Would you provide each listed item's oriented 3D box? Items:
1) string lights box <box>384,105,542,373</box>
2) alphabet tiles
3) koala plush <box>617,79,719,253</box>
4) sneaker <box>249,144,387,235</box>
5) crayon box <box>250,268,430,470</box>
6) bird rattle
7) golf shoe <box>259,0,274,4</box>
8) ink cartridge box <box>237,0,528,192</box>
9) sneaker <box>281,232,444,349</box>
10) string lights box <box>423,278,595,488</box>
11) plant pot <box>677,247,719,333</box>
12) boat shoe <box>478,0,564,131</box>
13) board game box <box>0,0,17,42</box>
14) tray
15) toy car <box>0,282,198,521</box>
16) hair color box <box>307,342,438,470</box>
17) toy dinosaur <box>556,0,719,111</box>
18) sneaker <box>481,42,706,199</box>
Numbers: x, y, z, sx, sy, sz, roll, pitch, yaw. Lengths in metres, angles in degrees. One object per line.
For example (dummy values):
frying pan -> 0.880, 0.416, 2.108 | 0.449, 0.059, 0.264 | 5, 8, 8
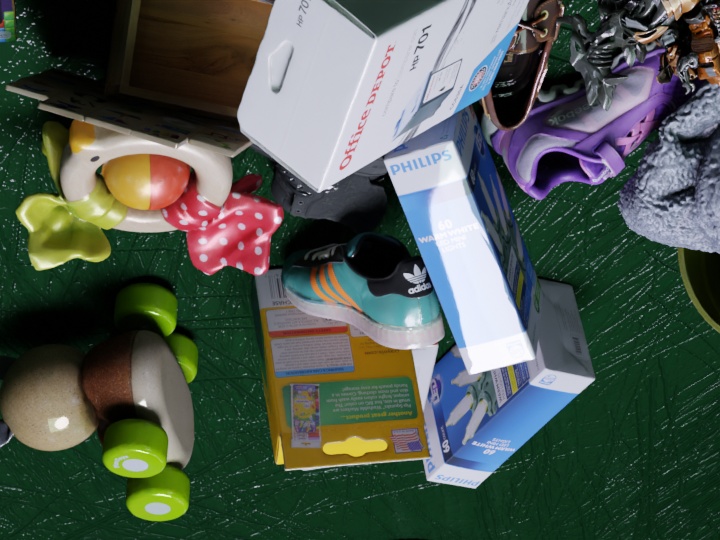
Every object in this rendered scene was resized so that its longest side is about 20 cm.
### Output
string lights box -> 0.082, -0.032, 1.747 | 0.059, 0.103, 0.200 | -14, 118, 16
alphabet tiles -> -0.157, -0.113, 1.585 | 0.166, 0.200, 0.006 | 16, 101, 4
koala plush -> 0.323, -0.040, 1.738 | 0.184, 0.200, 0.177 | -42, 160, 13
sneaker -> -0.043, -0.080, 1.763 | 0.199, 0.060, 0.104 | 8, 141, -41
crayon box -> -0.019, 0.090, 1.895 | 0.125, 0.200, 0.052 | -4, 145, -9
bird rattle -> -0.156, -0.057, 1.680 | 0.199, 0.113, 0.163 | 9, 150, -2
golf shoe -> -0.049, -0.249, 1.515 | 0.097, 0.078, 0.200 | 4, 142, -10
ink cartridge box -> 0.023, -0.162, 1.543 | 0.200, 0.086, 0.147 | -34, 156, -42
sneaker -> 0.000, 0.000, 1.832 | 0.071, 0.200, 0.080 | -19, 114, -31
string lights box -> 0.127, 0.105, 2.041 | 0.059, 0.103, 0.200 | 12, 140, -30
plant pot -> 0.397, -0.006, 1.898 | 0.200, 0.201, 0.193 | -25, 155, 20
boat shoe -> 0.118, -0.186, 1.650 | 0.070, 0.070, 0.200 | -6, 144, -5
board game box -> -0.334, -0.221, 1.491 | 0.199, 0.057, 0.166 | -4, 143, -9
tray -> -0.082, -0.156, 1.614 | 0.199, 0.099, 0.037 | 10, 175, -26
toy car -> -0.251, 0.118, 1.923 | 0.199, 0.165, 0.158 | -4, 146, 8
hair color box -> 0.002, 0.103, 2.042 | 0.111, 0.064, 0.200 | -5, 144, -11
toy dinosaur -> 0.222, -0.192, 1.609 | 0.136, 0.200, 0.102 | -31, 171, 40
sneaker -> 0.197, -0.114, 1.759 | 0.200, 0.089, 0.081 | -20, 143, 12
